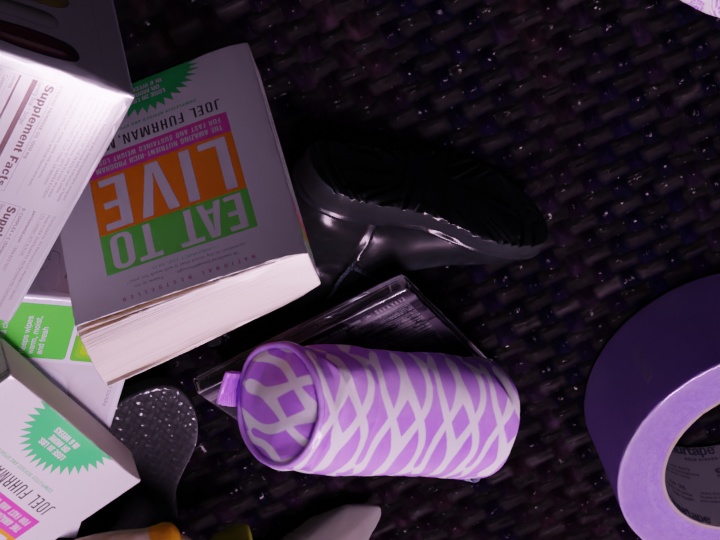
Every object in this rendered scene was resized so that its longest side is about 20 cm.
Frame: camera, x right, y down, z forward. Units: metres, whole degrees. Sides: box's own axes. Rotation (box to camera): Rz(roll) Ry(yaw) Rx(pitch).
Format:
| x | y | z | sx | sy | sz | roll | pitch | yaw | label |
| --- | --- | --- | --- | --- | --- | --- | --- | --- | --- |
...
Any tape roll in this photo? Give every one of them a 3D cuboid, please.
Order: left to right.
| x | y | z | sx | sy | sz | roll | pitch | yaw | label |
| --- | --- | --- | --- | --- | --- | --- | --- | --- | --- |
| 0.261 | 0.103 | 1.575 | 0.198 | 0.085 | 0.201 | -8 | 131 | -10 | tape roll |

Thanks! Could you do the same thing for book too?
| x | y | z | sx | sy | sz | roll | pitch | yaw | label |
| --- | --- | --- | --- | --- | --- | --- | --- | --- | --- |
| -0.251 | 0.139 | 1.358 | 0.199 | 0.048 | 0.134 | -35 | 133 | 10 | book |
| -0.104 | -0.039 | 1.279 | 0.133 | 0.201 | 0.048 | -21 | 131 | 2 | book |

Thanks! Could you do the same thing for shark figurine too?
| x | y | z | sx | sy | sz | roll | pitch | yaw | label |
| --- | --- | --- | --- | --- | --- | --- | --- | --- | --- |
| -0.055 | 0.270 | 1.584 | 0.127 | 0.090 | 0.217 | 4 | 98 | -8 | shark figurine |

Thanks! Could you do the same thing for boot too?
| x | y | z | sx | sy | sz | roll | pitch | yaw | label |
| --- | --- | --- | --- | --- | --- | --- | --- | --- | --- |
| 0.001 | 0.001 | 1.427 | 0.197 | 0.074 | 0.163 | 9 | 133 | -33 | boot |

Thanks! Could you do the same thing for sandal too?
| x | y | z | sx | sy | sz | roll | pitch | yaw | label |
| --- | --- | --- | --- | --- | --- | --- | --- | --- | --- |
| -0.152 | 0.127 | 1.511 | 0.075 | 0.048 | 0.201 | -4 | 142 | -13 | sandal |

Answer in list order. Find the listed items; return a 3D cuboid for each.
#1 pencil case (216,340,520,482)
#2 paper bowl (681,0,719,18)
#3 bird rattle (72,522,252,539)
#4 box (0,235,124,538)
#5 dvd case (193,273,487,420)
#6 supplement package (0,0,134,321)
| x | y | z | sx | sy | sz | roll | pitch | yaw | label |
| --- | --- | --- | --- | --- | --- | --- | --- | --- | --- |
| 0.013 | 0.086 | 1.406 | 0.199 | 0.085 | 0.085 | 9 | 104 | -47 | pencil case |
| 0.233 | -0.247 | 1.266 | 0.199 | 0.105 | 0.202 | -8 | 130 | -10 | paper bowl |
| -0.165 | 0.211 | 1.504 | 0.198 | 0.114 | 0.163 | -6 | 150 | 9 | bird rattle |
| -0.243 | 0.059 | 1.392 | 0.175 | 0.097 | 0.201 | 5 | 128 | -22 | box |
| -0.004 | 0.069 | 1.465 | 0.148 | 0.016 | 0.200 | -27 | 154 | 10 | dvd case |
| -0.210 | -0.105 | 1.195 | 0.110 | 0.201 | 0.156 | 17 | 122 | -27 | supplement package |
